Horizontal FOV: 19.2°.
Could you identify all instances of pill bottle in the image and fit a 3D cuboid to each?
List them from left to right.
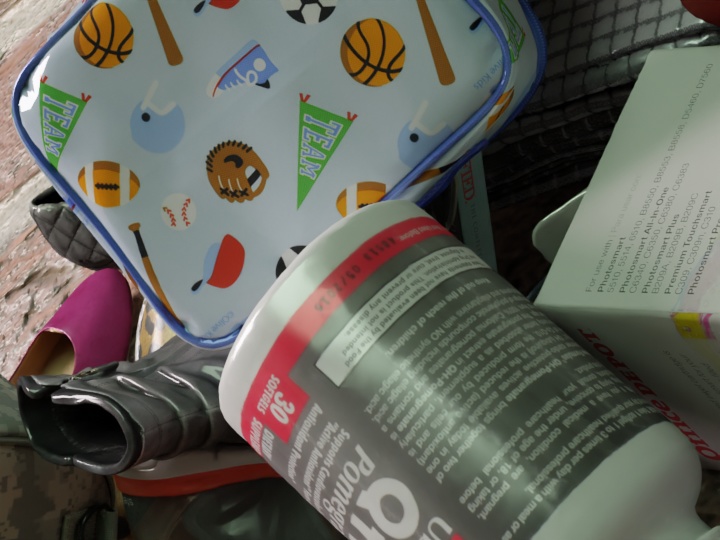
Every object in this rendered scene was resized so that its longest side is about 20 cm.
[{"bbox_3d":[0.052,0.075,0.766,0.200,0.111,0.111,41,89,21],"label":"pill bottle"}]

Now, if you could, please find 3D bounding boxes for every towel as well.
[{"bbox_3d":[0.118,-0.124,1.007,0.199,0.086,0.167,-18,48,33],"label":"towel"}]

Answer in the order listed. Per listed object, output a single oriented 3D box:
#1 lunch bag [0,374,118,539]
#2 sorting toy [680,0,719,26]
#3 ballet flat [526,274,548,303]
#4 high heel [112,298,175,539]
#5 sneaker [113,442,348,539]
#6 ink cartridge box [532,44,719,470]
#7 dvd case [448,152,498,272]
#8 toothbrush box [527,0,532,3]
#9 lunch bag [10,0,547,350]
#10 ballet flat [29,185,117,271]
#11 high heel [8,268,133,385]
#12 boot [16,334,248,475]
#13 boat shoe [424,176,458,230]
[{"bbox_3d":[-0.228,0.087,1.001,0.200,0.167,0.141,34,120,41],"label":"lunch bag"},{"bbox_3d":[0.222,-0.122,0.809,0.198,0.199,0.070,-9,68,41],"label":"sorting toy"},{"bbox_3d":[0.078,0.090,0.870,0.074,0.074,0.201,-18,44,35],"label":"ballet flat"},{"bbox_3d":[-0.067,0.067,1.063,0.200,0.072,0.143,-39,59,-9],"label":"high heel"},{"bbox_3d":[-0.019,0.113,0.959,0.198,0.077,0.083,0,100,30],"label":"sneaker"},{"bbox_3d":[0.174,-0.002,0.796,0.199,0.128,0.126,3,59,48],"label":"ink cartridge box"},{"bbox_3d":[-0.008,-0.065,1.011,0.022,0.147,0.200,-30,41,-26],"label":"dvd case"},{"bbox_3d":[-0.023,-0.182,0.906,0.198,0.148,0.085,3,21,28],"label":"toothbrush box"},{"bbox_3d":[-0.033,-0.069,0.845,0.200,0.161,0.076,-42,-2,21],"label":"lunch bag"},{"bbox_3d":[-0.102,-0.072,1.205,0.200,0.057,0.067,-39,38,13],"label":"ballet flat"},{"bbox_3d":[-0.191,0.069,1.137,0.067,0.096,0.201,-5,54,43],"label":"high heel"},{"bbox_3d":[-0.050,0.056,0.898,0.199,0.131,0.070,-11,94,50],"label":"boot"},{"bbox_3d":[0.000,0.000,0.975,0.061,0.075,0.200,-56,2,-29],"label":"boat shoe"}]
